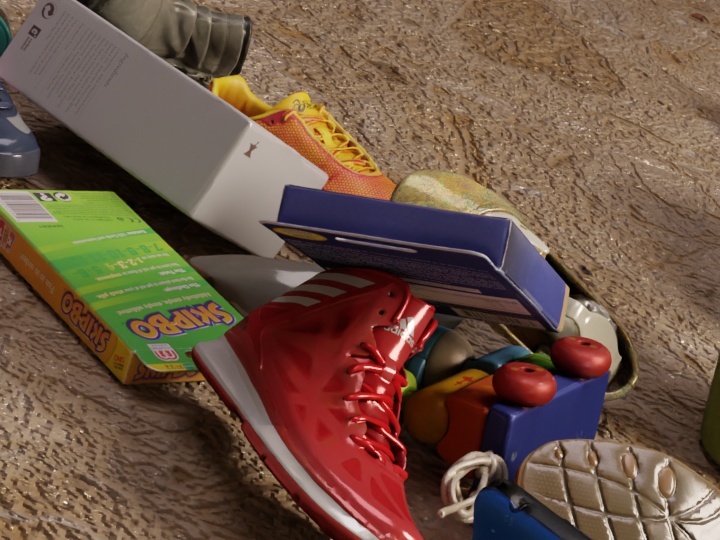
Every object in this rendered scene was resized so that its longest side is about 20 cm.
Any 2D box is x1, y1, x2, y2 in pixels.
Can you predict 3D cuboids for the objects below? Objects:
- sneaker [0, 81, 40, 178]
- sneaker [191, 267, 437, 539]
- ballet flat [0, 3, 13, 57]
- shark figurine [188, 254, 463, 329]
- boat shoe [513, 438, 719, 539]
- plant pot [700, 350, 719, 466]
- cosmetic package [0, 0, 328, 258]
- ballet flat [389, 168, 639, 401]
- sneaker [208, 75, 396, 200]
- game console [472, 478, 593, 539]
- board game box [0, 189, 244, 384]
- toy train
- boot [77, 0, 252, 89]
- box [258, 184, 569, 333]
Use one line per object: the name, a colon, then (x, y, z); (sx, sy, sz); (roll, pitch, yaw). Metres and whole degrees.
sneaker: (-0.263, -0.129, 1.380); (0.070, 0.082, 0.200); (-4, 32, -46)
sneaker: (0.001, 0.062, 1.090); (0.200, 0.116, 0.078); (47, -4, 43)
ballet flat: (-0.328, -0.185, 1.485); (0.200, 0.067, 0.062); (16, 12, -11)
shark figurine: (0.021, 0.006, 1.308); (0.214, 0.090, 0.128); (-2, 32, -39)
boat shoe: (0.165, 0.144, 1.141); (0.200, 0.068, 0.072); (18, 67, -14)
plant pot: (0.294, 0.043, 1.313); (0.200, 0.190, 0.200); (17, 21, -7)
cosmetic package: (-0.128, -0.093, 1.387); (0.200, 0.071, 0.101); (35, 1, 33)
ballet flat: (0.097, 0.011, 1.282); (0.200, 0.071, 0.071); (45, 8, -30)
sneaker: (-0.033, -0.071, 1.435); (0.200, 0.077, 0.073); (27, 24, 26)
game console: (0.156, 0.177, 0.991); (0.118, 0.171, 0.200); (-33, 51, -31)
board game box: (-0.133, 0.010, 1.241); (0.096, 0.030, 0.200); (-1, 28, -40)
toy train: (0.044, 0.080, 1.170); (0.116, 0.085, 0.200); (19, 19, 27)
boot: (-0.132, -0.180, 1.502); (0.131, 0.200, 0.068); (9, 67, -18)
box: (0.033, -0.008, 1.147); (0.121, 0.032, 0.200); (9, -8, 17)
